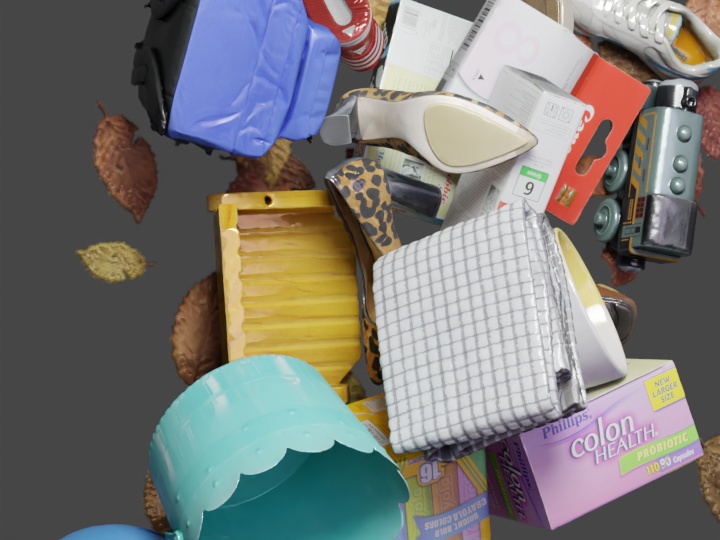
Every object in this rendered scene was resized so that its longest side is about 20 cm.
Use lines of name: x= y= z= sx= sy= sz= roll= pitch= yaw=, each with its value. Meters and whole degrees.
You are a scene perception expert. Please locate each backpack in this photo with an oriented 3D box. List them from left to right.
backpack: x=-0.119 y=-0.186 z=1.549 sx=0.166 sy=0.200 sz=0.164 roll=18 pitch=97 yaw=-23

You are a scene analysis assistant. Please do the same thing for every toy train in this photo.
toy train: x=0.300 y=-0.098 z=1.750 sx=0.084 sy=0.114 sz=0.202 roll=12 pitch=84 yaw=-20

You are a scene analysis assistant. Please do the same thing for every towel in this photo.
towel: x=0.105 y=0.059 z=1.503 sx=0.085 sy=0.164 sz=0.202 roll=34 pitch=42 yaw=-54

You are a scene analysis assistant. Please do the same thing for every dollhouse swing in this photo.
dollhouse swing: x=-0.061 y=0.026 z=1.575 sx=0.180 sy=0.176 sz=0.202 roll=-3 pitch=88 yaw=-21

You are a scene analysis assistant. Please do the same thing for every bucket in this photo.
bucket: x=-0.076 y=0.182 z=1.459 sx=0.205 sy=0.135 sz=0.209 roll=-17 pitch=132 yaw=-19

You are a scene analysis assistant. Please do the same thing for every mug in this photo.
mug: x=0.150 y=0.053 z=1.622 sx=0.152 sy=0.187 sz=0.150 roll=-27 pitch=113 yaw=14

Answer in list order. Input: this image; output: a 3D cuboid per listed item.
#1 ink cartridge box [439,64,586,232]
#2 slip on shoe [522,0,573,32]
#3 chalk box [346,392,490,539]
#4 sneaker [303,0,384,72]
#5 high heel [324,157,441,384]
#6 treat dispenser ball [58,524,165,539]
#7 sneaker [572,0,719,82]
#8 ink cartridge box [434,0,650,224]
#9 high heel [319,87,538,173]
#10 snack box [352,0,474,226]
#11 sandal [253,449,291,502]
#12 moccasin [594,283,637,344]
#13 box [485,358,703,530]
ink cartridge box: x=0.136 y=-0.081 z=1.607 sx=0.050 sy=0.109 sz=0.202 roll=15 pitch=104 yaw=-20
slip on shoe: x=0.166 y=-0.215 z=1.728 sx=0.060 sy=0.076 sz=0.202 roll=3 pitch=94 yaw=-26
chalk box: x=0.044 y=0.229 z=1.619 sx=0.123 sy=0.124 sz=0.202 roll=-16 pitch=118 yaw=-21
sneaker: x=-0.035 y=-0.275 z=1.661 sx=0.078 sy=0.116 sz=0.202 roll=-19 pitch=65 yaw=4
high heel: x=0.000 y=0.000 z=1.609 sx=0.142 sy=0.071 sz=0.202 roll=14 pitch=86 yaw=-45
treat dispenser ball: x=-0.214 y=0.322 z=1.491 sx=0.199 sy=0.201 sz=0.203 roll=1 pitch=88 yaw=-21
sneaker: x=0.287 y=-0.260 z=1.770 sx=0.199 sy=0.081 sz=0.077 roll=26 pitch=81 yaw=-17
ink cartridge box: x=0.173 y=-0.154 z=1.675 sx=0.199 sy=0.057 sz=0.164 roll=29 pitch=97 yaw=-14
high heel: x=0.068 y=-0.137 z=1.585 sx=0.198 sy=0.143 sz=0.072 roll=5 pitch=104 yaw=8
snack box: x=0.062 y=-0.155 z=1.702 sx=0.115 sy=0.037 sz=0.202 roll=17 pitch=82 yaw=-19
sandal: x=-0.083 y=0.189 z=1.598 sx=0.075 sy=0.045 sz=0.201 roll=-5 pitch=126 yaw=-46
moccasin: x=0.176 y=0.024 z=1.721 sx=0.199 sy=0.078 sz=0.075 roll=6 pitch=102 yaw=-2
box: x=0.195 y=0.160 z=1.654 sx=0.175 sy=0.200 sz=0.098 roll=-22 pitch=96 yaw=-21
